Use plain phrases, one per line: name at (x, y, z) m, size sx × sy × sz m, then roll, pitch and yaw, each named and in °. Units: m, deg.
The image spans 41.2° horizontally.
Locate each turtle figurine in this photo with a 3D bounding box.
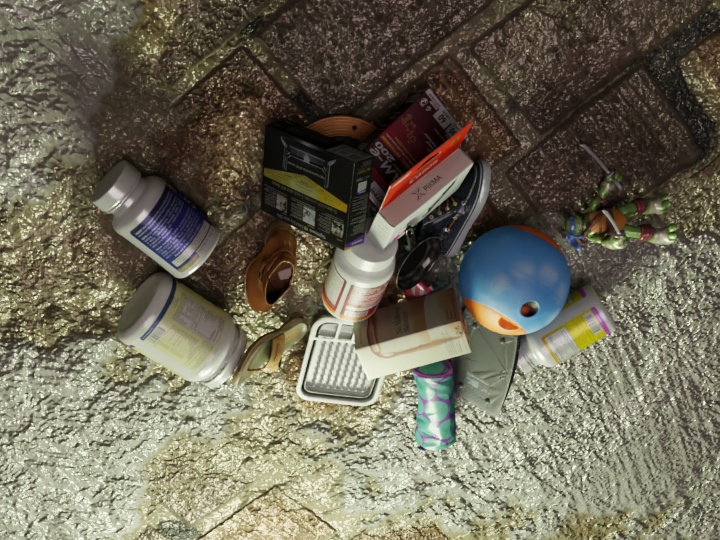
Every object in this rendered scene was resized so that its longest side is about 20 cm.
turtle figurine at (0.481, -0.108, 1.733) m, size 0.194 × 0.144 × 0.200 m, roll -1°, pitch 124°, yaw -13°

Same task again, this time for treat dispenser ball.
treat dispenser ball at (0.279, 0.017, 1.739) m, size 0.201 × 0.201 × 0.201 m, roll -4°, pitch 121°, yaw -7°

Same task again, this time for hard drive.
hard drive at (0.246, 0.177, 1.879) m, size 0.042 × 0.135 × 0.200 m, roll -28°, pitch 136°, yaw -44°

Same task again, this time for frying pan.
frying pan at (0.083, -0.021, 1.670) m, size 0.115 × 0.031 × 0.190 m, roll -56°, pitch 152°, yaw 9°

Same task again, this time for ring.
ring at (-0.038, -0.179, 1.677) m, size 0.200 × 0.019 × 0.201 m, roll -4°, pitch 121°, yaw -6°

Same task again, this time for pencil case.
pencil case at (0.146, 0.269, 1.934) m, size 0.092 × 0.085 × 0.200 m, roll 13°, pitch 124°, yaw 25°

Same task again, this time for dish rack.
dish rack at (-0.030, 0.170, 1.871) m, size 0.171 × 0.044 × 0.200 m, roll 8°, pitch 119°, yaw -15°

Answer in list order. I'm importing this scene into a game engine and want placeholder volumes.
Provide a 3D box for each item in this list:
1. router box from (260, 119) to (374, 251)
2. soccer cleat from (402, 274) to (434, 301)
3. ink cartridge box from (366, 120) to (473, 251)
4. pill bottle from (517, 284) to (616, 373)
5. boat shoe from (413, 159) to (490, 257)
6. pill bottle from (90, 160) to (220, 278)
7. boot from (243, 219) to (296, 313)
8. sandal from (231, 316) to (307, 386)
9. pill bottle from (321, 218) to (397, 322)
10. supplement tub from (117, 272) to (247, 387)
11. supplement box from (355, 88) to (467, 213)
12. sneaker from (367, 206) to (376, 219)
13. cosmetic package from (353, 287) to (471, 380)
router box at (-0.075, -0.143, 1.577) m, size 0.052 × 0.200 × 0.157 m, roll -24°, pitch 131°, yaw -45°
soccer cleat at (0.119, 0.067, 1.822) m, size 0.076 × 0.067 × 0.200 m, roll -36°, pitch 123°, yaw 7°
ink cartridge box at (0.108, -0.136, 1.567) m, size 0.200 × 0.174 × 0.044 m, roll -40°, pitch 80°, yaw -25°
pill bottle at (0.390, 0.120, 1.875) m, size 0.200 × 0.104 × 0.104 m, roll -32°, pitch 120°, yaw 10°
boat shoe at (0.159, -0.114, 1.715) m, size 0.091 × 0.071 × 0.200 m, roll 11°, pitch 120°, yaw -20°
pill bottle at (-0.348, -0.090, 1.619) m, size 0.120 × 0.120 × 0.200 m, roll -41°, pitch 119°, yaw 15°
boot at (-0.161, 0.023, 1.695) m, size 0.074 × 0.155 × 0.200 m, roll 8°, pitch 119°, yaw -14°
sandal at (-0.159, 0.152, 1.767) m, size 0.200 × 0.054 × 0.080 m, roll -33°, pitch 151°, yaw -42°
pill bottle at (0.000, 0.000, 1.693) m, size 0.109 × 0.110 × 0.200 m, roll 4°, pitch 148°, yaw -12°
supplement tub at (-0.319, 0.111, 1.728) m, size 0.200 × 0.145 × 0.145 m, roll 36°, pitch 109°, yaw -26°
supplement box at (0.069, -0.201, 1.612) m, size 0.200 × 0.061 × 0.109 m, roll -44°, pitch 107°, yaw -4°
sneaker at (0.010, -0.104, 1.670) m, size 0.200 × 0.072 × 0.072 m, roll 1°, pitch 96°, yaw -9°
cosmetic package at (0.093, 0.116, 1.759) m, size 0.200 × 0.103 × 0.087 m, roll -17°, pitch 127°, yaw 8°
